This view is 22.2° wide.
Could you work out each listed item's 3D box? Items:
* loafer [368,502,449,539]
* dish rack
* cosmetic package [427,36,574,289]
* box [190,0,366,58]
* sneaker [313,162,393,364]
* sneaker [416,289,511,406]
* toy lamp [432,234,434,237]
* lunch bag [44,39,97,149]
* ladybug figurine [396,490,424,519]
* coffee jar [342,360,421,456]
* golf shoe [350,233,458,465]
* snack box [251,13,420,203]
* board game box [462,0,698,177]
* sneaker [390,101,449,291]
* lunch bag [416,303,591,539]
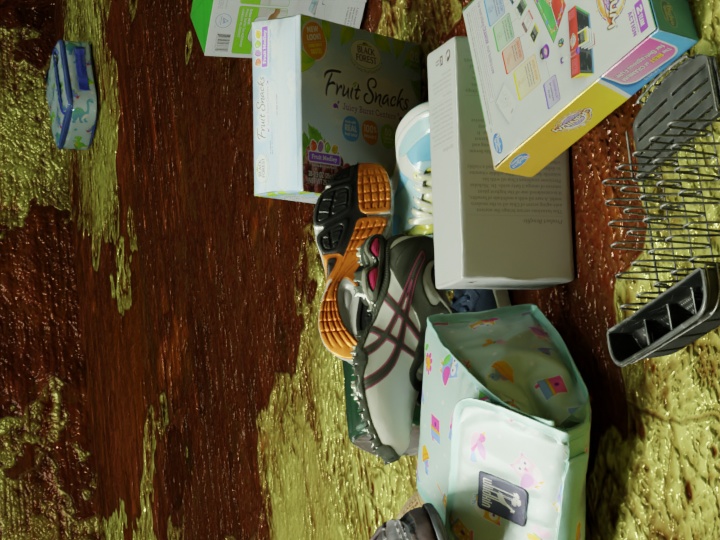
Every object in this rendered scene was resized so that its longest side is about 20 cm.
[{"bbox_3d":[0.036,0.230,1.470,0.200,0.063,0.072,107,146,-79],"label":"loafer"},{"bbox_3d":[0.216,-0.045,1.284,0.153,0.054,0.201,135,133,-64],"label":"dish rack"},{"bbox_3d":[0.115,-0.087,1.523,0.071,0.101,0.201,158,112,-71],"label":"cosmetic package"},{"bbox_3d":[-0.080,-0.336,2.006,0.097,0.175,0.201,-113,29,-50],"label":"box"},{"bbox_3d":[0.000,0.000,1.708,0.092,0.075,0.201,58,-146,-63],"label":"sneaker"},{"bbox_3d":[0.088,0.079,1.630,0.075,0.084,0.201,128,139,-62],"label":"sneaker"},{"bbox_3d":[0.086,-0.054,1.616,0.201,0.058,0.058,-62,27,16],"label":"toy lamp"},{"bbox_3d":[-0.584,-0.359,3.728,0.161,0.082,0.201,118,147,-50],"label":"lunch bag"},{"bbox_3d":[0.097,0.263,1.575,0.136,0.072,0.200,-50,43,14],"label":"ladybug figurine"},{"bbox_3d":[0.027,0.074,1.789,0.104,0.085,0.201,31,-134,-57],"label":"coffee jar"},{"bbox_3d":[0.040,0.062,1.554,0.077,0.088,0.201,47,-138,-66],"label":"golf shoe"},{"bbox_3d":[-0.020,-0.149,1.788,0.067,0.200,0.170,-4,84,35],"label":"snack box"},{"bbox_3d":[0.160,-0.186,1.392,0.200,0.040,0.154,-40,50,46],"label":"board game box"},{"bbox_3d":[0.072,-0.057,1.699,0.200,0.079,0.131,100,164,-57],"label":"sneaker"},{"bbox_3d":[0.122,0.146,1.464,0.200,0.121,0.171,-123,31,-58],"label":"lunch bag"}]
